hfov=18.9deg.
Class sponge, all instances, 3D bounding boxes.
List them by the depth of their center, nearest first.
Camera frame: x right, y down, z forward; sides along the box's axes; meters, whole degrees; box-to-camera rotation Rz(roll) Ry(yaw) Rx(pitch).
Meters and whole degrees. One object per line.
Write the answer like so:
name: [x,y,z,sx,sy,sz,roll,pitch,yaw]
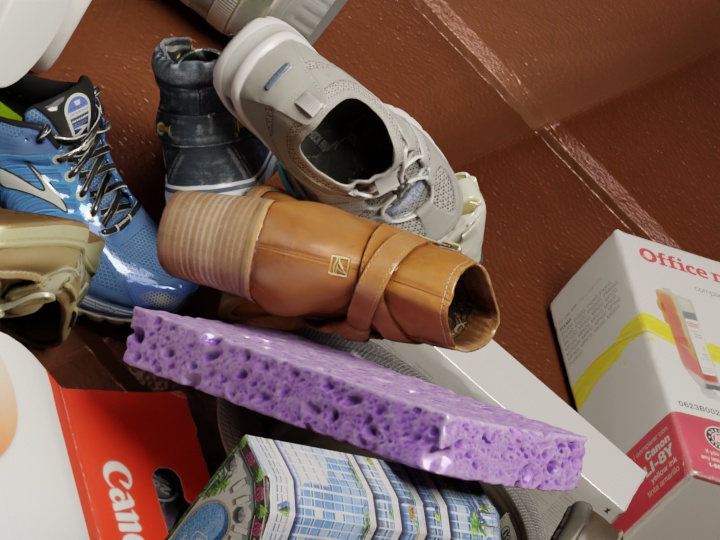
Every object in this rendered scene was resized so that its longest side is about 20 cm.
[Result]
sponge: [-0.004,0.058,0.991,0.199,0.030,0.111,16,3,41]

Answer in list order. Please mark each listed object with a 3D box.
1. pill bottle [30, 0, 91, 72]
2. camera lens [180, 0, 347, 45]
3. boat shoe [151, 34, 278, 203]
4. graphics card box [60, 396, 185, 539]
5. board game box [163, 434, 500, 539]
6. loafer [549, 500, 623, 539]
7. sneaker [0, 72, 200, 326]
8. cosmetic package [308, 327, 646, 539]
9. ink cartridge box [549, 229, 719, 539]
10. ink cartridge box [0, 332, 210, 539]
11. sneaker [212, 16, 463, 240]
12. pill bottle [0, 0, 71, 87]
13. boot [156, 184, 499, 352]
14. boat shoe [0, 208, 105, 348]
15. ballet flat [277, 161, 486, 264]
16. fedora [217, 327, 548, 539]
pill bottle: [-0.243,-0.210,1.252,0.199,0.114,0.114,29,37,-13]
camera lens: [-0.081,-0.248,1.396,0.200,0.160,0.160,37,36,-2]
boat shoe: [-0.081,-0.095,1.232,0.070,0.091,0.200,-4,15,-3]
graphics card box: [-0.164,0.140,0.997,0.125,0.051,0.200,33,35,-8]
board game box: [-0.056,0.165,0.899,0.199,0.200,0.062,14,30,-48]
loafer: [0.121,0.187,1.070,0.071,0.200,0.073,21,57,23]
sneaker: [-0.164,-0.051,1.171,0.200,0.089,0.079,41,36,-1]
cosmetic package: [0.058,0.083,1.227,0.200,0.083,0.051,41,36,3]
ink cartridge box: [0.214,0.086,1.358,0.145,0.083,0.201,16,41,-28]
ink cartridge box: [-0.142,0.098,0.975,0.199,0.050,0.163,5,46,-30]
sneaker: [-0.001,-0.055,1.157,0.200,0.075,0.082,33,9,-49]
pill bottle: [-0.250,-0.178,1.121,0.199,0.113,0.112,31,35,9]
boot: [0.000,0.000,1.103,0.155,0.077,0.200,13,-6,16]
boat shoe: [-0.166,0.004,1.049,0.073,0.063,0.200,9,-3,9]
ballet flat: [0.033,-0.034,1.287,0.200,0.068,0.068,32,30,-49]
fedora: [0.000,0.132,1.113,0.200,0.090,0.177,41,34,16]
